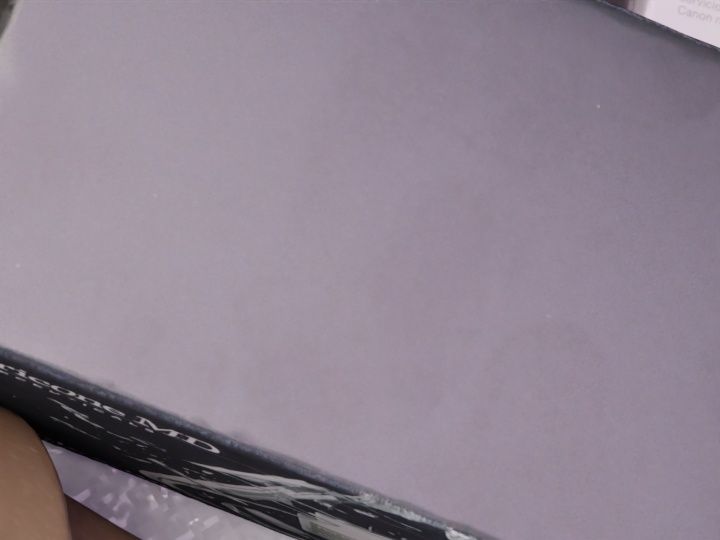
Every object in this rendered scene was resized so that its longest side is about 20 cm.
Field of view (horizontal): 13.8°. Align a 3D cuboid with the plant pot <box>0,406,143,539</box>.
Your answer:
[{"bbox_3d":[-0.068,0.137,0.691,0.174,0.200,0.200,18,80,-23],"label":"plant pot"}]

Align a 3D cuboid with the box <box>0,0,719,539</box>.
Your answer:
[{"bbox_3d":[0.000,0.000,0.703,0.200,0.197,0.124,22,80,-5],"label":"box"}]

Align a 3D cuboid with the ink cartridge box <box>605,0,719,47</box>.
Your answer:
[{"bbox_3d":[0.149,-0.124,0.799,0.147,0.086,0.200,15,79,-6],"label":"ink cartridge box"}]
